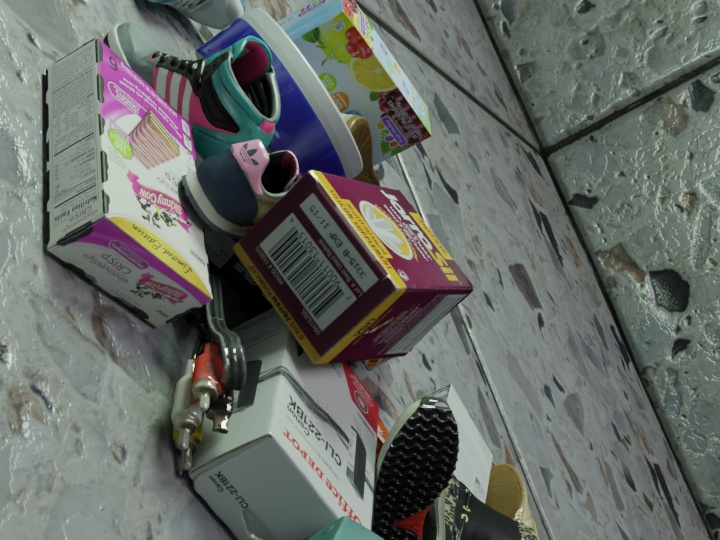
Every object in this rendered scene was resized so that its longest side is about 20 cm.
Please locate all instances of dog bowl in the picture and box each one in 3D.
[{"bbox_3d":[-0.084,-0.164,1.238,0.201,0.079,0.200,55,-6,9],"label":"dog bowl"}]

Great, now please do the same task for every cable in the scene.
[{"bbox_3d":[-0.127,0.055,0.952,0.050,0.098,0.201,9,39,-21],"label":"cable"}]

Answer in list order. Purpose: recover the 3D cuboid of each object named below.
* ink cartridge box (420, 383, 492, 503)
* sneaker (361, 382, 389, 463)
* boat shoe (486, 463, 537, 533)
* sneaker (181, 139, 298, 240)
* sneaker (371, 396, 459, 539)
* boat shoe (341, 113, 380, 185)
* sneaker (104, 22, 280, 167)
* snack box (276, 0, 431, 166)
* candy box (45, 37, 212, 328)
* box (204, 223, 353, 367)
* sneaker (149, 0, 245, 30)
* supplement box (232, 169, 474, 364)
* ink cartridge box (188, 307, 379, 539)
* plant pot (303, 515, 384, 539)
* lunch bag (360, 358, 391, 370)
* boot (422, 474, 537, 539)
[{"bbox_3d":[0.099,0.225,1.376,0.110,0.050,0.200,60,20,-12],"label":"ink cartridge box"},{"bbox_3d":[0.003,0.156,1.170,0.201,0.073,0.077,61,22,-8],"label":"sneaker"},{"bbox_3d":[0.176,0.321,1.435,0.201,0.073,0.070,-88,158,-53],"label":"boat shoe"},{"bbox_3d":[-0.076,-0.067,1.058,0.071,0.082,0.200,60,15,12],"label":"sneaker"},{"bbox_3d":[0.032,0.194,1.086,0.093,0.070,0.202,-122,-139,-65],"label":"sneaker"},{"bbox_3d":[-0.021,-0.102,1.406,0.071,0.064,0.201,-47,146,-39],"label":"boat shoe"},{"bbox_3d":[-0.144,-0.181,1.104,0.200,0.121,0.083,51,23,11],"label":"sneaker"},{"bbox_3d":[-0.037,-0.204,1.392,0.200,0.168,0.068,51,23,-36],"label":"snack box"},{"bbox_3d":[-0.190,-0.073,0.978,0.136,0.061,0.201,43,28,-48],"label":"candy box"},{"bbox_3d":[-0.068,-0.004,1.158,0.200,0.044,0.160,44,21,-7],"label":"box"},{"bbox_3d":[-0.199,-0.302,1.266,0.200,0.075,0.087,34,40,-42],"label":"sneaker"},{"bbox_3d":[0.000,0.000,1.063,0.131,0.103,0.200,52,17,15],"label":"supplement box"},{"bbox_3d":[-0.057,0.142,1.010,0.145,0.083,0.201,54,21,-24],"label":"ink cartridge box"},{"bbox_3d":[0.003,0.300,0.892,0.201,0.141,0.141,53,19,-6],"label":"plant pot"},{"bbox_3d":[-0.012,0.001,1.323,0.201,0.075,0.160,60,10,-13],"label":"lunch bag"},{"bbox_3d":[0.111,0.295,1.194,0.153,0.073,0.204,34,32,-18],"label":"boot"}]
